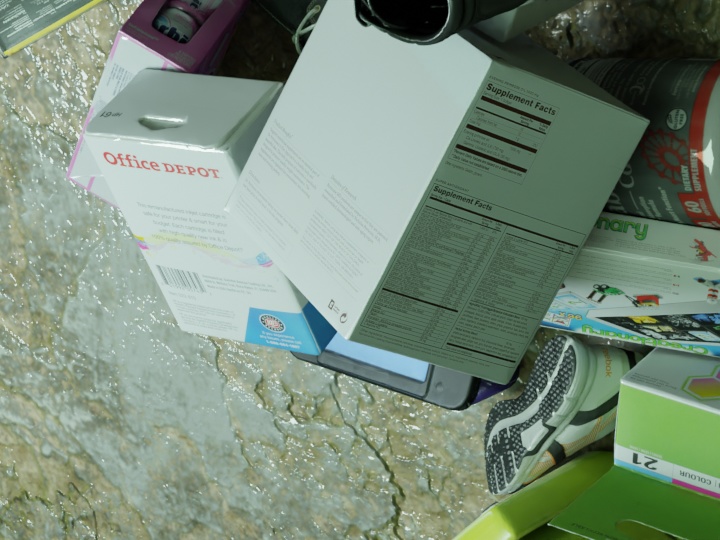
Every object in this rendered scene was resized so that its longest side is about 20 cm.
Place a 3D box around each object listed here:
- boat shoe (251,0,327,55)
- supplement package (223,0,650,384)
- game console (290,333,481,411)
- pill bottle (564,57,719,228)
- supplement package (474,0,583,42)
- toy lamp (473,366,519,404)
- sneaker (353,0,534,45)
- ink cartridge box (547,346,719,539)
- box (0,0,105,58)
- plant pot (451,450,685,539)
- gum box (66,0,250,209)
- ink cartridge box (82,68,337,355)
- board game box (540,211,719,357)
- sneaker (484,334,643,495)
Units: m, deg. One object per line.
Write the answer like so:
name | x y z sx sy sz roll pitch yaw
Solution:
boat shoe | -0.020 -0.185 1.631 0.200 0.068 0.072 38 129 22
supplement package | 0.046 -0.068 1.417 0.191 0.147 0.200 45 112 49
game console | 0.000 0.000 1.639 0.200 0.118 0.171 16 93 42
pill bottle | 0.185 -0.090 1.491 0.200 0.116 0.116 3 112 35
supplement package | 0.119 -0.247 1.412 0.109 0.200 0.114 34 127 20
toy lamp | 0.128 0.036 1.630 0.058 0.058 0.200 47 129 9
sneaker | 0.007 -0.195 1.321 0.200 0.099 0.071 20 123 30
ink cartridge box | 0.242 0.126 1.492 0.147 0.200 0.076 17 119 29
box | -0.179 -0.242 1.615 0.200 0.160 0.049 -27 106 15
plant pot | 0.152 0.261 1.630 0.182 0.199 0.200 54 132 12
gum box | -0.157 -0.150 1.680 0.066 0.114 0.200 31 141 0
ink cartridge box | -0.097 -0.045 1.584 0.144 0.085 0.200 9 138 36
board game box | 0.202 0.010 1.498 0.199 0.035 0.126 10 152 11
sneaker | 0.154 0.119 1.639 0.200 0.080 0.074 126 143 -54
